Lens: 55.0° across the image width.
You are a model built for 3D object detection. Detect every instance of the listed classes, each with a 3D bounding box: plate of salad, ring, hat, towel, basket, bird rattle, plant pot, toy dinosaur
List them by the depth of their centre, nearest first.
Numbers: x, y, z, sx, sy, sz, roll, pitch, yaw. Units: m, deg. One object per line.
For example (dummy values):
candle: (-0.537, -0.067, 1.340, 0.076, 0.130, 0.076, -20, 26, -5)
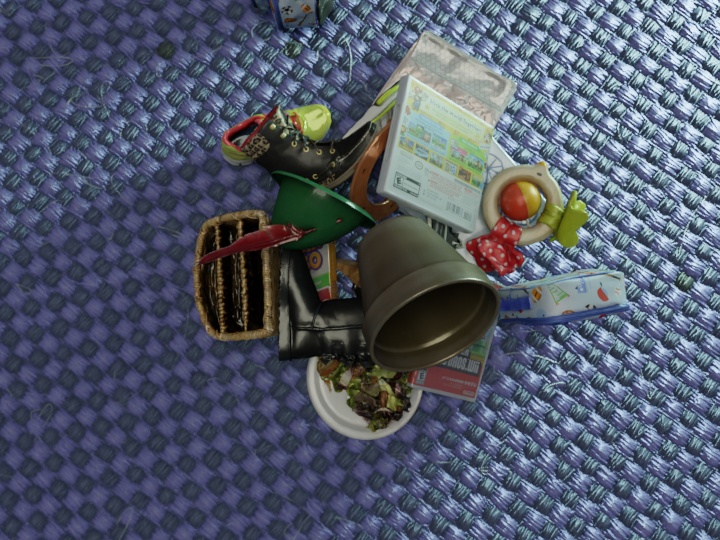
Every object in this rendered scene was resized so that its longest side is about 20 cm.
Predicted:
plant pot: (0.077, 0.021, 1.010, 0.199, 0.200, 0.174, -25, 52, -1)
hat: (-0.101, -0.035, 1.023, 0.199, 0.166, 0.177, 26, 83, -2)
ring: (0.049, -0.165, 1.098, 0.019, 0.200, 0.201, 37, 87, 25)
basket: (-0.203, 0.011, 1.109, 0.142, 0.149, 0.201, -3, 86, 1)
bird rattle: (0.261, -0.086, 1.118, 0.199, 0.113, 0.164, -20, 83, 17)
plate of salad: (0.003, 0.175, 1.125, 0.199, 0.048, 0.201, -1, 85, 14)
toy dinosaur: (0.000, 0.000, 1.129, 0.199, 0.060, 0.107, 28, 89, 15)
towel: (0.140, -0.287, 1.182, 0.199, 0.032, 0.192, 32, 87, 5)

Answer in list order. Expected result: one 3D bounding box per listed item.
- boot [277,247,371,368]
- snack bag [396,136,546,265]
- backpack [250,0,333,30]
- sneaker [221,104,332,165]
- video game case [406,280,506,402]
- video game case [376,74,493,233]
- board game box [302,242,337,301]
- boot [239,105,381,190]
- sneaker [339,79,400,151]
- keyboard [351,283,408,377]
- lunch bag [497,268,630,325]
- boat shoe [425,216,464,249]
boot: (-0.047, 0.054, 1.075, 0.161, 0.073, 0.200, 0, 86, -4)
snack bag: (0.191, -0.105, 1.158, 0.200, 0.021, 0.189, -42, 94, 5)
backpack: (-0.117, -0.496, 1.134, 0.153, 0.200, 0.192, -11, 92, 6)
sneaker: (-0.142, -0.230, 1.156, 0.199, 0.090, 0.079, -21, 84, -2)
video game case: (0.158, 0.103, 1.117, 0.142, 0.017, 0.201, 18, 85, -33)
video game case: (0.119, -0.172, 1.056, 0.199, 0.023, 0.183, 19, 78, -37)
board game box: (-0.085, -0.005, 1.143, 0.095, 0.030, 0.201, -3, 87, 28)
boot: (-0.080, -0.197, 1.083, 0.150, 0.073, 0.200, 41, 125, -20)
sneaker: (0.023, -0.216, 1.144, 0.081, 0.074, 0.200, 44, 108, -2)
keyboard: (0.073, 0.088, 1.157, 0.104, 0.040, 0.201, -29, 80, 12)
lunch bag: (0.302, 0.046, 1.069, 0.159, 0.200, 0.076, -11, 87, -13)
boat shoe: (0.137, -0.052, 1.119, 0.061, 0.073, 0.201, -3, 91, 6)
